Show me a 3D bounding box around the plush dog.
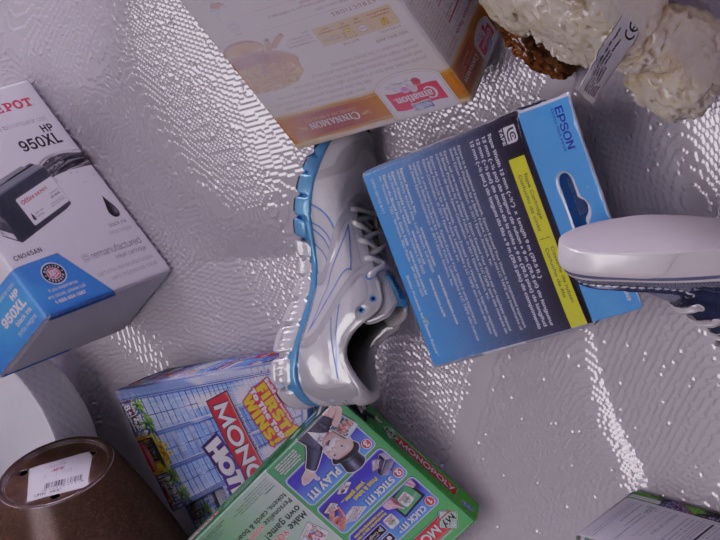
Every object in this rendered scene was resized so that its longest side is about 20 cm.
[{"bbox_3d":[0.124,-0.189,1.318,0.172,0.160,0.201,23,121,58],"label":"plush dog"}]

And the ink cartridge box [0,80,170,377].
[{"bbox_3d":[-0.266,-0.036,1.660,0.200,0.144,0.084,52,127,12],"label":"ink cartridge box"}]

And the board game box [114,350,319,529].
[{"bbox_3d":[-0.064,0.138,1.615,0.200,0.062,0.201,-30,86,41],"label":"board game box"}]

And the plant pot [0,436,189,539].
[{"bbox_3d":[-0.200,0.234,1.641,0.186,0.187,0.201,6,124,37],"label":"plant pot"}]

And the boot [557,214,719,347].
[{"bbox_3d":[0.217,0.018,1.294,0.199,0.073,0.091,-1,111,0],"label":"boot"}]

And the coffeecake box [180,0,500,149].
[{"bbox_3d":[-0.028,-0.187,1.405,0.153,0.073,0.200,-12,129,37],"label":"coffeecake box"}]

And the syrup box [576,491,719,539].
[{"bbox_3d":[0.241,0.214,1.386,0.199,0.081,0.079,12,114,34],"label":"syrup box"}]

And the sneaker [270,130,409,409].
[{"bbox_3d":[0.000,0.000,1.488,0.086,0.075,0.201,5,89,37],"label":"sneaker"}]

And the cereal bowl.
[{"bbox_3d":[-0.284,0.146,1.775,0.199,0.083,0.201,13,112,34],"label":"cereal bowl"}]

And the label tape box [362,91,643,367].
[{"bbox_3d":[0.105,-0.029,1.406,0.200,0.066,0.144,-19,92,48],"label":"label tape box"}]

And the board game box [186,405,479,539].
[{"bbox_3d":[-0.030,0.194,1.560,0.135,0.029,0.200,42,111,-7],"label":"board game box"}]
